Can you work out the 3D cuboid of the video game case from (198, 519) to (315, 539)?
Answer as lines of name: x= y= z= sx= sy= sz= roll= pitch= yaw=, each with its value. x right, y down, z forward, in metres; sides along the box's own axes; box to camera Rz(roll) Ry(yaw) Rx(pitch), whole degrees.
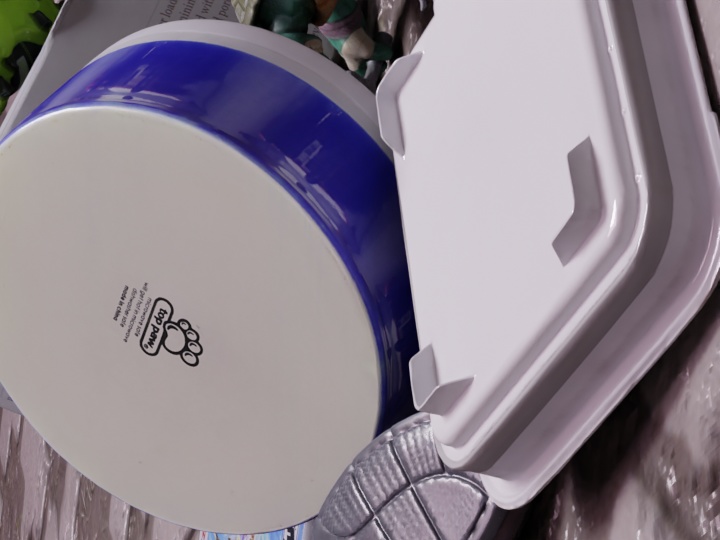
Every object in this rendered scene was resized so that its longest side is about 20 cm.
video game case: x=-0.040 y=0.151 z=1.153 sx=0.200 sy=0.045 sz=0.182 roll=-128 pitch=43 yaw=-68

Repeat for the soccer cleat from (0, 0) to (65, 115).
soccer cleat: x=-0.195 y=-0.104 z=1.157 sx=0.081 sy=0.068 sz=0.200 roll=-34 pitch=14 yaw=17

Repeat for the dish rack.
dish rack: x=0.054 y=-0.039 z=0.811 sx=0.172 sy=0.043 sz=0.201 roll=124 pitch=148 yaw=-46

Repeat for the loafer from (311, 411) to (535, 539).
loafer: x=0.016 y=0.121 z=0.918 sx=0.200 sy=0.063 sz=0.072 roll=-53 pitch=51 yaw=33

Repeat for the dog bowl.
dog bowl: x=-0.061 y=0.005 z=0.962 sx=0.079 sy=0.199 sz=0.201 roll=-47 pitch=-21 yaw=-49

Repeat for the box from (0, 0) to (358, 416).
box: x=-0.105 y=-0.046 z=1.166 sx=0.200 sy=0.130 sz=0.200 roll=116 pitch=175 yaw=-54

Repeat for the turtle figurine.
turtle figurine: x=-0.009 y=-0.144 z=1.031 sx=0.150 sy=0.100 sz=0.201 roll=160 pitch=119 yaw=-74
